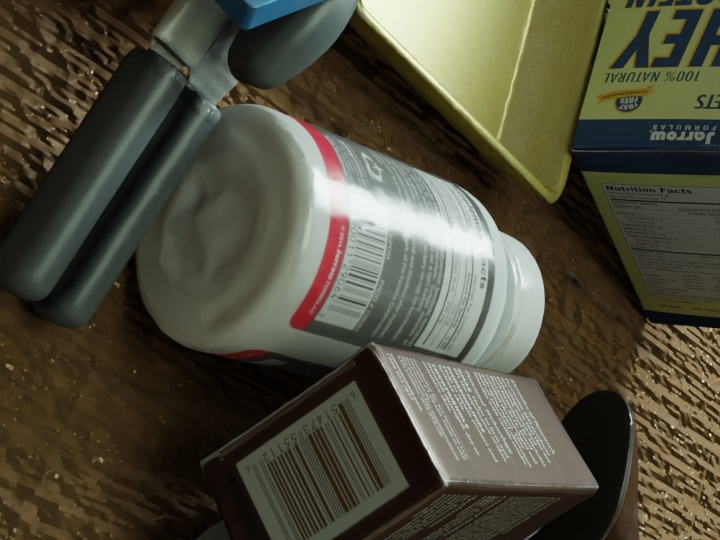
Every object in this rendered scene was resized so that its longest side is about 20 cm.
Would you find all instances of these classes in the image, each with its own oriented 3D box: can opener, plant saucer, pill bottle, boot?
[{"bbox_3d":[-0.078,-0.066,0.652,0.201,0.066,0.053,-54,137,-7],"label":"can opener"},{"bbox_3d":[0.063,-0.167,0.887,0.200,0.048,0.201,39,56,-39],"label":"plant saucer"},{"bbox_3d":[0.000,0.000,0.743,0.199,0.110,0.112,18,72,-47],"label":"pill bottle"},{"bbox_3d":[0.182,0.181,0.969,0.199,0.064,0.188,18,85,-44],"label":"boot"}]

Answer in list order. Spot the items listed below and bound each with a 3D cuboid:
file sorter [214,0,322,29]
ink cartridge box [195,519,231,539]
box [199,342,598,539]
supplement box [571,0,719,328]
[{"bbox_3d":[-0.042,-0.225,0.630,0.138,0.123,0.200,-28,68,-40],"label":"file sorter"},{"bbox_3d":[0.008,0.195,0.737,0.163,0.057,0.200,62,14,21],"label":"ink cartridge box"},{"bbox_3d":[0.026,0.096,0.721,0.200,0.100,0.075,21,37,-62],"label":"box"},{"bbox_3d":[0.241,-0.096,0.987,0.200,0.133,0.201,55,46,-50],"label":"supplement box"}]
